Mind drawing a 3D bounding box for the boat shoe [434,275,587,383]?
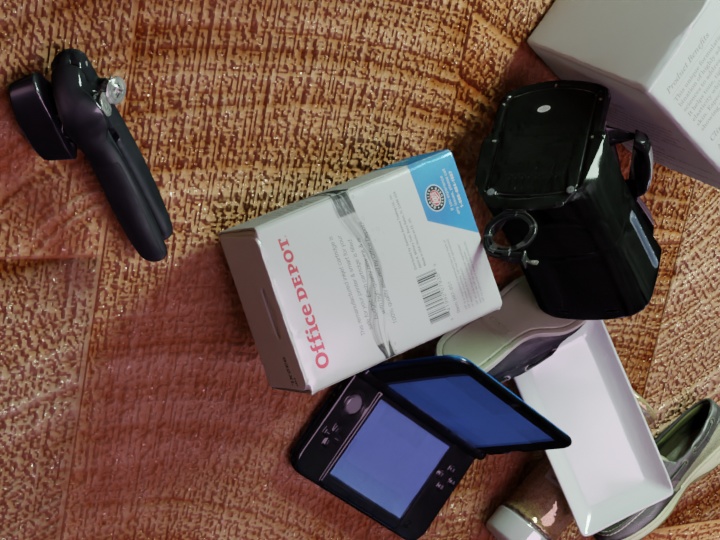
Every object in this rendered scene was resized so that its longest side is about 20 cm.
[{"bbox_3d":[0.148,0.064,1.753,0.199,0.074,0.066,-33,155,-31],"label":"boat shoe"}]

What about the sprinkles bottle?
[{"bbox_3d":[0.214,0.203,1.859,0.200,0.068,0.068,-49,130,-8],"label":"sprinkles bottle"}]

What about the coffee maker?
[{"bbox_3d":[0.181,-0.040,1.661,0.192,0.135,0.200,-53,140,-17],"label":"coffee maker"}]

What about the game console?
[{"bbox_3d":[0.066,0.168,1.702,0.200,0.118,0.171,37,86,-40],"label":"game console"}]

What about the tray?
[{"bbox_3d":[0.224,0.151,1.816,0.107,0.022,0.200,-24,93,-12],"label":"tray"}]

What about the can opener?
[{"bbox_3d":[-0.196,-0.090,1.441,0.200,0.078,0.064,59,34,-41],"label":"can opener"}]

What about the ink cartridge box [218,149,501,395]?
[{"bbox_3d":[0.000,0.000,1.556,0.200,0.084,0.145,-23,99,-26],"label":"ink cartridge box"}]

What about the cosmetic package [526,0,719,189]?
[{"bbox_3d":[0.298,-0.199,1.676,0.200,0.166,0.168,39,85,-41],"label":"cosmetic package"}]

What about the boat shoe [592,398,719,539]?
[{"bbox_3d":[0.311,0.211,1.942,0.200,0.073,0.065,-42,118,-18],"label":"boat shoe"}]
